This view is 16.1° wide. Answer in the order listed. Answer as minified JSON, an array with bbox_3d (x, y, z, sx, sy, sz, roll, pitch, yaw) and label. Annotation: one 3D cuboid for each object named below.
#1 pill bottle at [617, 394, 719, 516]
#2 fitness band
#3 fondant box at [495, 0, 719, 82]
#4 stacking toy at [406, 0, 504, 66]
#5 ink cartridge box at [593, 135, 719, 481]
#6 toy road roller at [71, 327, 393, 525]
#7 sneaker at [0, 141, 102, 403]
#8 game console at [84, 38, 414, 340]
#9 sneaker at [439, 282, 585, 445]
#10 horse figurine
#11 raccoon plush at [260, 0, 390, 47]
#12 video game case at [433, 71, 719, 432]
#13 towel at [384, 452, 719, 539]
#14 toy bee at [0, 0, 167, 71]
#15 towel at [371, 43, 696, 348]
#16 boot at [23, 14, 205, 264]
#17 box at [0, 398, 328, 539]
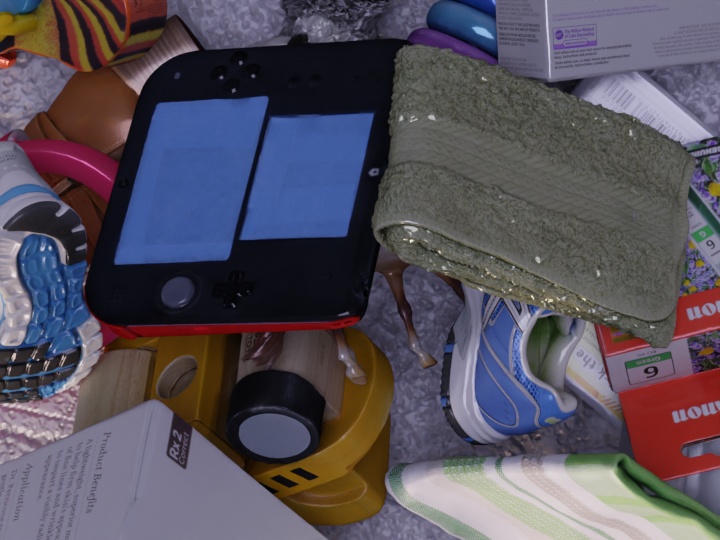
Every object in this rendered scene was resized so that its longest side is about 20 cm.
[{"bbox_3d":[0.260,0.124,1.542,0.200,0.112,0.112,7,93,-3],"label":"pill bottle"},{"bbox_3d":[-0.210,-0.005,1.585,0.200,0.037,0.144,-32,107,27],"label":"fitness band"},{"bbox_3d":[0.153,-0.220,1.529,0.144,0.058,0.200,-9,102,-29],"label":"fondant box"},{"bbox_3d":[0.097,-0.186,1.571,0.085,0.085,0.200,27,90,3],"label":"stacking toy"},{"bbox_3d":[0.192,0.021,1.511,0.109,0.050,0.200,-14,55,4],"label":"ink cartridge box"},{"bbox_3d":[-0.068,0.100,1.571,0.200,0.123,0.146,-22,132,27],"label":"toy road roller"},{"bbox_3d":[-0.202,0.000,1.532,0.075,0.200,0.087,-14,52,-20],"label":"sneaker"},{"bbox_3d":[-0.063,-0.050,1.481,0.177,0.031,0.200,-4,55,25],"label":"game console"},{"bbox_3d":[0.102,0.006,1.525,0.077,0.076,0.200,-6,75,40],"label":"sneaker"},{"bbox_3d":[0.000,0.000,1.521,0.050,0.200,0.133,-31,78,40],"label":"horse figurine"},{"bbox_3d":[0.021,-0.176,1.567,0.200,0.097,0.134,-25,91,5],"label":"raccoon plush"},{"bbox_3d":[0.175,-0.008,1.598,0.200,0.023,0.182,40,94,1],"label":"video game case"},{"bbox_3d":[0.126,0.150,1.504,0.149,0.200,0.031,31,66,-32],"label":"towel"},{"bbox_3d":[-0.201,-0.165,1.591,0.131,0.200,0.109,-6,124,-28],"label":"toy bee"},{"bbox_3d":[0.103,-0.046,1.466,0.200,0.036,0.148,19,57,-19],"label":"towel"},{"bbox_3d":[-0.123,-0.042,1.598,0.155,0.074,0.200,-37,79,5],"label":"boot"},{"bbox_3d":[-0.118,0.219,1.465,0.131,0.199,0.200,-23,130,31],"label":"box"}]
